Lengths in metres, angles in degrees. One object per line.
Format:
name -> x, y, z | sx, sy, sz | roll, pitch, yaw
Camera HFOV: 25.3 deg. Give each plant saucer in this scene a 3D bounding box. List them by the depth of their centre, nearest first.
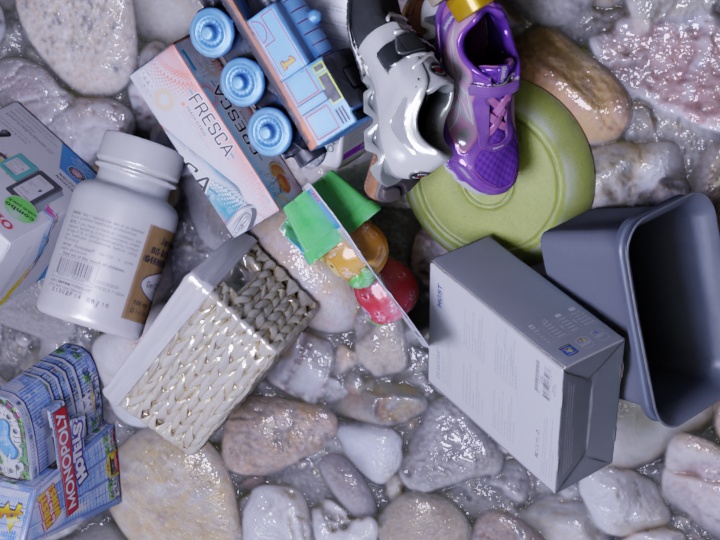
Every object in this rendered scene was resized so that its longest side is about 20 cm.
plant saucer -> 0.127, -0.090, 1.563 | 0.199, 0.031, 0.201 | 9, 114, 20

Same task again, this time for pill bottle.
pill bottle -> -0.252, -0.037, 1.665 | 0.114, 0.114, 0.201 | 16, 87, 17

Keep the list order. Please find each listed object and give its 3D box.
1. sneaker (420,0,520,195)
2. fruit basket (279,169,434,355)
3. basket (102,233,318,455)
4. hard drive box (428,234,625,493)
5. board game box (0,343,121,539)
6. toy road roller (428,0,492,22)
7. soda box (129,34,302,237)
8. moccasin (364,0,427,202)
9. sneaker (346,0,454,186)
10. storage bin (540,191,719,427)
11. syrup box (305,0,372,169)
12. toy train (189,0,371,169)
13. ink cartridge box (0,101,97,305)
sneaker -> 0.112, -0.163, 1.462 | 0.088, 0.080, 0.201 | 18, 122, 61
fruit basket -> 0.000, 0.000, 1.576 | 0.094, 0.185, 0.200 | -32, 94, -1
basket -> -0.155, 0.080, 1.693 | 0.123, 0.136, 0.200 | 40, 121, 1
hard drive box -> 0.152, 0.086, 1.523 | 0.200, 0.077, 0.156 | 41, 143, 41
board game box -> -0.351, 0.213, 1.792 | 0.061, 0.200, 0.201 | 7, 113, 22
toy road roller -> 0.103, -0.300, 1.406 | 0.123, 0.200, 0.146 | 57, 156, -5
soda box -> -0.147, -0.139, 1.643 | 0.068, 0.064, 0.200 | -30, 96, 30
moccasin -> 0.041, -0.164, 1.524 | 0.078, 0.074, 0.202 | 19, 100, 34
sneaker -> 0.045, -0.182, 1.441 | 0.088, 0.074, 0.201 | -11, 89, 38
storage bin -> 0.259, 0.026, 1.504 | 0.134, 0.145, 0.201 | 9, 117, 50
syrup box -> -0.028, -0.208, 1.553 | 0.079, 0.081, 0.201 | 17, 115, 20
toy train -> -0.071, -0.195, 1.486 | 0.114, 0.087, 0.200 | -30, 90, 25
ink cartridge box -> -0.399, -0.058, 1.705 | 0.147, 0.200, 0.146 | 41, 120, 3
